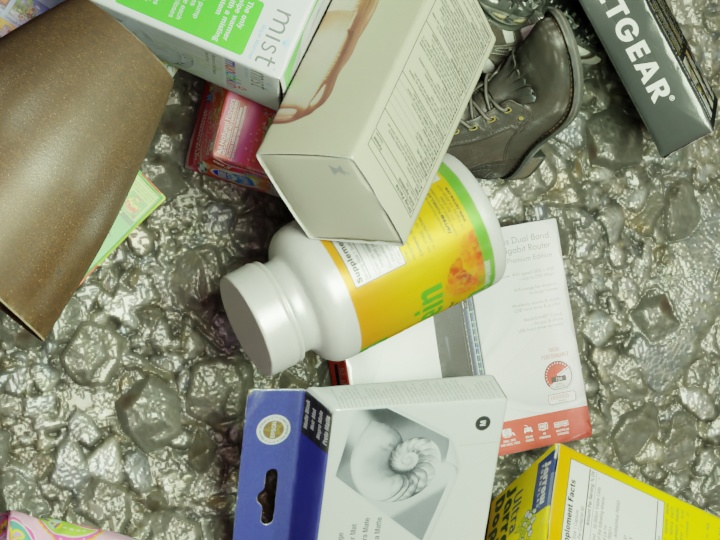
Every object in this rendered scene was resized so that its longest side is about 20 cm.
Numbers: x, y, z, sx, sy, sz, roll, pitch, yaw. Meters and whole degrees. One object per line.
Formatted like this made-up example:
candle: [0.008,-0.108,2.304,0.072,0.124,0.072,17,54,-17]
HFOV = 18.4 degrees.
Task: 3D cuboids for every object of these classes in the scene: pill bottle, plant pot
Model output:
pill bottle: [0.000,0.000,1.672,0.199,0.111,0.112,-26,95,-17]
plant pot: [-0.229,-0.088,1.552,0.187,0.187,0.200,41,82,-12]

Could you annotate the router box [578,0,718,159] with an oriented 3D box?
router box: [0.220,-0.200,1.784,0.051,0.149,0.201,-27,97,15]

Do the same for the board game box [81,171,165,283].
board game box: [-0.254,-0.091,1.679,0.102,0.048,0.200,-46,101,-15]

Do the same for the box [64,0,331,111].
box: [-0.096,-0.246,1.620,0.175,0.097,0.201,24,80,4]

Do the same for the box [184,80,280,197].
box: [-0.060,-0.165,1.719,0.095,0.100,0.202,16,83,-16]

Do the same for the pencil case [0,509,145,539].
pencil case: [-0.190,0.237,1.666,0.199,0.087,0.088,16,83,-17]

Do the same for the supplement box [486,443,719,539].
supplement box: [0.206,0.241,1.761,0.199,0.110,0.109,26,48,-15]

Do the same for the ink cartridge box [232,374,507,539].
ink cartridge box: [0.004,0.178,1.707,0.198,0.041,0.201,-3,119,-17]

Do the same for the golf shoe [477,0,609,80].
golf shoe: [0.123,-0.194,1.784,0.199,0.094,0.078,16,42,-48]

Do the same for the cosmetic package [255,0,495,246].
cosmetic package: [0.014,-0.128,1.617,0.104,0.087,0.201,59,45,-43]

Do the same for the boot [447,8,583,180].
boot: [0.071,-0.117,1.723,0.173,0.201,0.070,-9,55,-23]

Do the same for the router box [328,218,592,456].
router box: [0.073,0.063,1.777,0.199,0.049,0.181,-10,91,-18]

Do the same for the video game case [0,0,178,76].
video game case: [-0.242,-0.167,1.651,0.199,0.023,0.183,34,78,-13]
